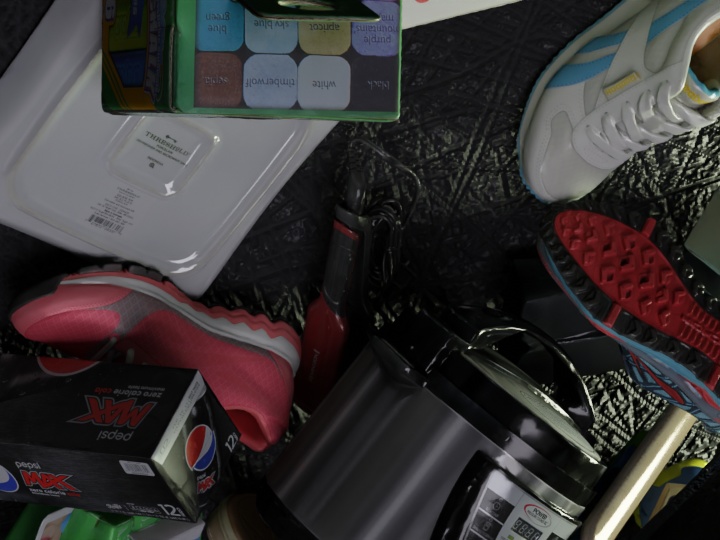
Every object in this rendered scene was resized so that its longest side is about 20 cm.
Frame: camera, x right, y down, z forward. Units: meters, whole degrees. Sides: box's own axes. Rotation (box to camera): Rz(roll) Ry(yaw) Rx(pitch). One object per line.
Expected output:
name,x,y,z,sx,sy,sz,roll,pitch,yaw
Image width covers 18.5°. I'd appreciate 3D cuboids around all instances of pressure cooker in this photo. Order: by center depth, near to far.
pressure cooker,0.053,0.117,1.370,0.178,0.176,0.200,39,91,3

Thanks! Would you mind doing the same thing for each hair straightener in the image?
hair straightener,0.000,0.000,1.395,0.077,0.041,0.201,-28,135,-40

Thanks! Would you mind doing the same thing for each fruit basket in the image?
fruit basket,-0.171,0.221,1.413,0.185,0.093,0.201,-17,125,-61

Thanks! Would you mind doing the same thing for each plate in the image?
plate,-0.119,-0.076,1.291,0.199,0.032,0.200,25,115,-34

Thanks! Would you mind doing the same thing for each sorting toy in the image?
sorting toy,0.144,0.178,1.467,0.036,0.185,0.200,36,135,8

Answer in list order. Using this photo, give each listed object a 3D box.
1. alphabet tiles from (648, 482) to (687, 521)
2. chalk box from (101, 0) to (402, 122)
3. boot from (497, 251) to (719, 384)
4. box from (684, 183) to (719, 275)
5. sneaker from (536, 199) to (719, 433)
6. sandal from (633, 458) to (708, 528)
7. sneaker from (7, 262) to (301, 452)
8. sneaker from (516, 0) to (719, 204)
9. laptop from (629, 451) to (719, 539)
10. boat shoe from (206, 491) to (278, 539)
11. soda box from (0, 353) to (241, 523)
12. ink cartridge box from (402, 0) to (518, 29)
alphabet tiles,0.272,0.185,1.551,0.166,0.008,0.201,8,117,-25
chalk box,-0.052,-0.140,1.136,0.124,0.200,0.125,0,93,-21
boot,0.190,0.057,1.483,0.199,0.066,0.166,-10,120,-17
box,0.295,-0.074,1.389,0.082,0.068,0.201,27,100,-27
sneaker,0.180,0.040,1.389,0.200,0.079,0.096,41,151,-6
sandal,0.262,0.218,1.622,0.079,0.087,0.200,-29,129,6
sneaker,-0.120,0.058,1.343,0.199,0.087,0.074,17,147,-30
sneaker,0.173,-0.112,1.339,0.076,0.081,0.200,27,114,-36
laptop,0.243,0.238,1.534,0.177,0.103,0.200,-42,103,-14
boat shoe,-0.066,0.205,1.479,0.065,0.072,0.200,-22,154,10
soda box,-0.175,0.096,1.307,0.199,0.071,0.063,3,140,32
ink cartridge box,0.091,-0.233,1.214,0.199,0.083,0.147,-15,130,-10
